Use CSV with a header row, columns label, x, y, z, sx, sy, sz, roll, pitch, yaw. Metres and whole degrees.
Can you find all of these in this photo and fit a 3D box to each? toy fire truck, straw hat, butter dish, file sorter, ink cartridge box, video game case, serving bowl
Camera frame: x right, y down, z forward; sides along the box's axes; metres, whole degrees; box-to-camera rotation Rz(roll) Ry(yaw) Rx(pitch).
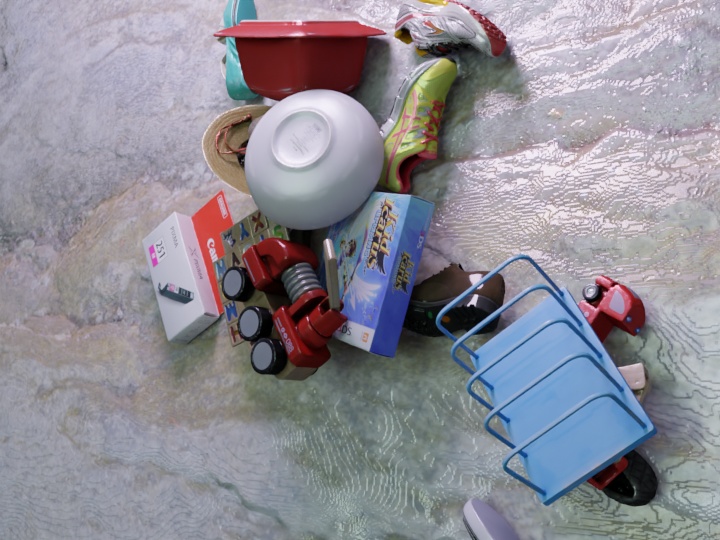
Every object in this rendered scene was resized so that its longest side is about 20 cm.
label,x,y,z,sx,sy,sz,roll,pitch,yaw
toy fire truck,0.264,0.117,0.935,0.201,0.049,0.140,-54,44,-1
toy fire truck,-0.079,0.020,1.102,0.199,0.128,0.178,-41,60,25
straw hat,-0.143,-0.157,1.308,0.203,0.198,0.086,60,156,29
butter dish,-0.087,-0.293,1.262,0.197,0.198,0.151,12,109,38
file sorter,0.182,0.106,0.888,0.138,0.122,0.202,-37,45,15
ink cartridge box,-0.271,-0.010,1.403,0.173,0.043,0.203,-36,61,27
video game case,0.006,-0.004,1.134,0.180,0.045,0.204,14,88,57
serving bowl,-0.069,-0.160,1.138,0.196,0.066,0.204,-6,67,13

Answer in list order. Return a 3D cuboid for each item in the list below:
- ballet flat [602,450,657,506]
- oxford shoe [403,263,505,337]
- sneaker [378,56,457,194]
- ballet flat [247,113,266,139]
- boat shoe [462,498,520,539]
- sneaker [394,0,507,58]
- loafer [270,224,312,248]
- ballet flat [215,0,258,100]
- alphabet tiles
label,x,y,z,sx,sy,sz,roll,pitch,yaw
ballet flat,0.245,0.192,0.963,0.199,0.056,0.067,31,98,37
oxford shoe,0.106,0.036,1.106,0.197,0.073,0.085,-3,51,41
sneaker,0.083,-0.193,1.166,0.090,0.078,0.202,41,111,27
ballet flat,-0.074,-0.187,1.225,0.195,0.067,0.069,6,113,9
boat shoe,0.172,0.360,0.980,0.066,0.070,0.201,-47,64,16
sneaker,0.121,-0.321,1.166,0.199,0.077,0.083,37,106,45
loafer,-0.097,0.011,1.255,0.069,0.075,0.205,14,98,34
ballet flat,-0.208,-0.374,1.417,0.069,0.067,0.204,-15,73,25
alphabet tiles,-0.150,0.021,1.246,0.165,0.006,0.204,-26,73,36
